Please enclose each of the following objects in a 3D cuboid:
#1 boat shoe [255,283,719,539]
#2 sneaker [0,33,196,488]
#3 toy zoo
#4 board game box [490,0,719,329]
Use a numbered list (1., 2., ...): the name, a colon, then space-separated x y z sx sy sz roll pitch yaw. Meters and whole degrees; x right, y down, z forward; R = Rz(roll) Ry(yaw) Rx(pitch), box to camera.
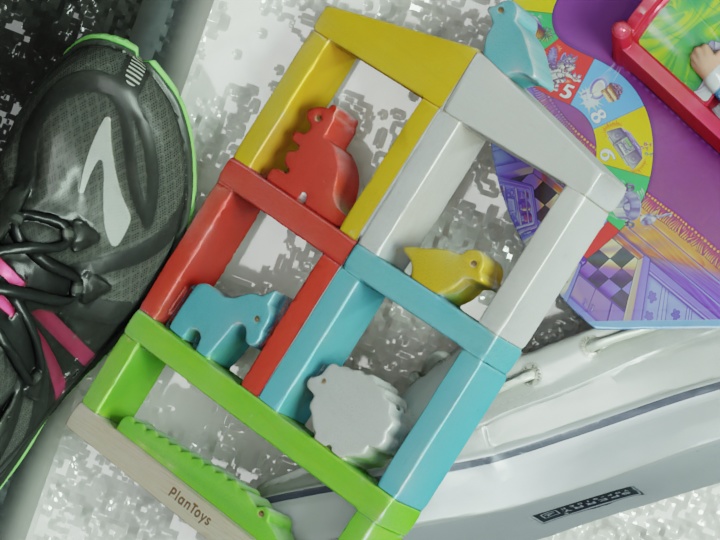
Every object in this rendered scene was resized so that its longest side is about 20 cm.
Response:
1. boat shoe: 0.046 0.052 0.926 0.200 0.072 0.066 -18 69 17
2. sneaker: -0.118 0.015 0.933 0.077 0.084 0.200 30 98 3
3. toy zoo: 0.000 0.000 0.910 0.131 0.020 0.200 33 93 36
4. board game box: 0.139 -0.063 0.889 0.200 0.039 0.158 -1 75 7
